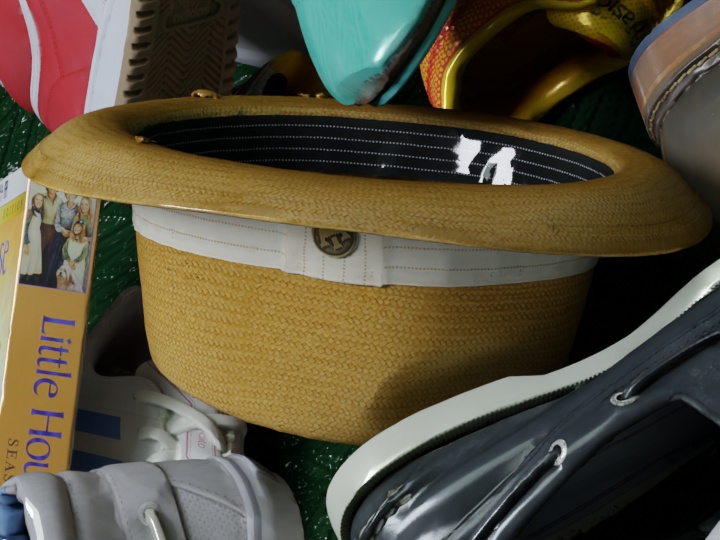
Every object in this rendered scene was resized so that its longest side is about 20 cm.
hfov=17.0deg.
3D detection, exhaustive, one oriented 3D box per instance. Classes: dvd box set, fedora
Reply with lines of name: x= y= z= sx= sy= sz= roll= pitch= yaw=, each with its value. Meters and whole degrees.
dvd box set: x=-0.128 y=0.070 z=0.843 sx=0.146 sy=0.029 sz=0.201 roll=166 pitch=111 yaw=-71
fedora: x=0.000 y=0.000 z=0.702 sx=0.200 sy=0.200 sz=0.082 roll=21 pitch=111 yaw=52

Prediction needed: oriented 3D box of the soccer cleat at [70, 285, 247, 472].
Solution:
soccer cleat: x=-0.068 y=0.079 z=0.820 sx=0.087 sy=0.070 sz=0.200 roll=-59 pitch=33 yaw=22

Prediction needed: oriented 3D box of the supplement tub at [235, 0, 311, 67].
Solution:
supplement tub: x=-0.025 y=-0.190 z=0.938 sx=0.122 sy=0.122 sz=0.201 roll=11 pitch=72 yaw=50

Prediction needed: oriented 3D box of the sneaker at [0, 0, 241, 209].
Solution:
sneaker: x=-0.086 y=-0.131 z=0.816 sx=0.112 sy=0.071 sz=0.201 roll=36 pitch=124 yaw=33

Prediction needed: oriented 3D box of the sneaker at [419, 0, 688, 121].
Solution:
sneaker: x=0.099 y=-0.111 z=0.796 sx=0.200 sy=0.073 sz=0.077 roll=-46 pitch=36 yaw=30

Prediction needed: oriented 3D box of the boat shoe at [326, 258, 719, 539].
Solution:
boat shoe: x=0.091 y=0.048 z=0.650 sx=0.199 sy=0.075 sz=0.066 roll=-21 pitch=46 yaw=-3

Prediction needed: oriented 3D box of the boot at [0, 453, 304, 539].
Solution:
boot: x=-0.067 y=0.155 z=0.702 sx=0.073 sy=0.095 sz=0.201 roll=-21 pitch=70 yaw=59

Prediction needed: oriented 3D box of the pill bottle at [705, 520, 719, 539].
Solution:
pill bottle: x=0.162 y=0.051 z=0.564 sx=0.200 sy=0.114 sz=0.114 roll=-54 pitch=37 yaw=3

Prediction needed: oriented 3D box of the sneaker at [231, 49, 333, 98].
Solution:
sneaker: x=-0.013 y=-0.016 z=0.834 sx=0.082 sy=0.078 sz=0.200 roll=-47 pitch=38 yaw=9

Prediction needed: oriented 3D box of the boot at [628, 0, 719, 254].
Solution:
boot: x=0.168 y=-0.066 z=0.691 sx=0.200 sy=0.075 sz=0.097 roll=-39 pitch=49 yaw=36

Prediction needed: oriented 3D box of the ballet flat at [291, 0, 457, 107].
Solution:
ballet flat: x=0.006 y=-0.122 z=0.781 sx=0.067 sy=0.070 sz=0.200 roll=-43 pitch=13 yaw=33
